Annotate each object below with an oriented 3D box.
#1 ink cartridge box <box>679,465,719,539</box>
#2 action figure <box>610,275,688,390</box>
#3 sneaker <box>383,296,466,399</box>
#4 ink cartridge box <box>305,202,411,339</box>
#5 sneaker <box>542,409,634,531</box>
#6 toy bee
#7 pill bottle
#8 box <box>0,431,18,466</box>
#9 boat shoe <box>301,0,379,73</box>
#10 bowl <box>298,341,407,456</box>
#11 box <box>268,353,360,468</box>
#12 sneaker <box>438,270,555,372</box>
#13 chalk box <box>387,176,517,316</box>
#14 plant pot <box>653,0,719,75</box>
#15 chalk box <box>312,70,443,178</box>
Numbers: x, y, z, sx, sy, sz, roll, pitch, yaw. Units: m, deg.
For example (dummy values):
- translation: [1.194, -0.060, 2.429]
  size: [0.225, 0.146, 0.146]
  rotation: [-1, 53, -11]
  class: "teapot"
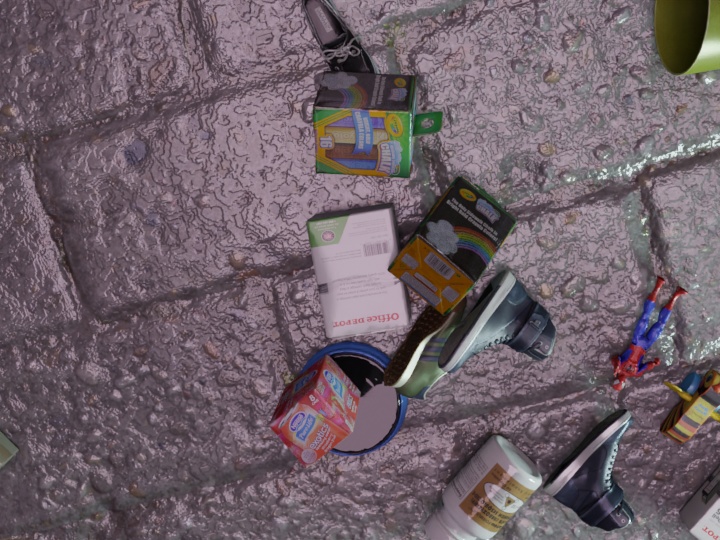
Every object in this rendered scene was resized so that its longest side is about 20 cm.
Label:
- translation: [0.658, 0.391, 1.766]
  size: [0.145, 0.084, 0.201]
  rotation: [37, 101, -2]
  class: "ink cartridge box"
- translation: [0.468, 0.116, 1.733]
  size: [0.065, 0.099, 0.201]
  rotation: [25, 103, 2]
  class: "action figure"
- translation: [0.128, 0.131, 1.787]
  size: [0.090, 0.067, 0.201]
  rotation: [39, 86, -32]
  class: "sneaker"
- translation: [0.000, 0.000, 1.760]
  size: [0.145, 0.084, 0.202]
  rotation: [-8, 99, 7]
  class: "ink cartridge box"
- translation: [0.426, 0.343, 1.776]
  size: [0.146, 0.077, 0.203]
  rotation: [41, 111, 9]
  class: "sneaker"
- translation: [0.562, 0.201, 1.731]
  size: [0.130, 0.109, 0.202]
  rotation: [12, 101, 5]
  class: "toy bee"
- translation: [0.204, 0.389, 1.792]
  size: [0.114, 0.114, 0.200]
  rotation: [40, 101, -2]
  class: "pill bottle"
- translation: [-0.721, 0.290, 1.880]
  size: [0.200, 0.078, 0.095]
  rotation: [45, 101, -3]
  class: "box"
- translation: [-0.032, -0.363, 1.709]
  size: [0.073, 0.068, 0.201]
  rotation: [-26, 97, 9]
  class: "boat shoe"
- translation: [-0.018, 0.226, 1.824]
  size: [0.198, 0.039, 0.203]
  rotation: [1, 100, 5]
  class: "bowl"
- translation: [-0.070, 0.222, 1.706]
  size: [0.099, 0.200, 0.096]
  rotation: [-39, 96, 10]
  class: "box"
- translation: [0.231, 0.121, 1.727]
  size: [0.146, 0.077, 0.203]
  rotation: [44, 72, -10]
  class: "sneaker"
- translation: [0.157, -0.054, 1.699]
  size: [0.125, 0.200, 0.124]
  rotation: [39, 144, 0]
  class: "chalk box"
- translation: [0.578, -0.394, 1.607]
  size: [0.198, 0.187, 0.189]
  rotation: [-2, 100, -9]
  class: "plant pot"
- translation: [0.031, -0.232, 1.680]
  size: [0.198, 0.125, 0.125]
  rotation: [5, 128, 5]
  class: "chalk box"
